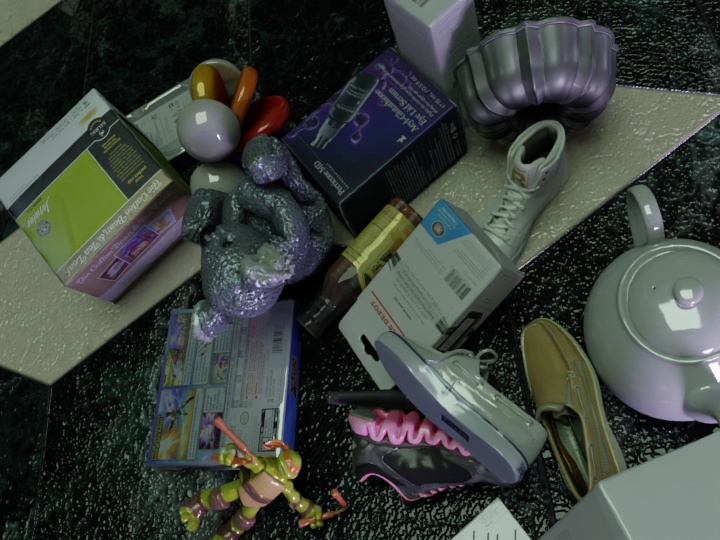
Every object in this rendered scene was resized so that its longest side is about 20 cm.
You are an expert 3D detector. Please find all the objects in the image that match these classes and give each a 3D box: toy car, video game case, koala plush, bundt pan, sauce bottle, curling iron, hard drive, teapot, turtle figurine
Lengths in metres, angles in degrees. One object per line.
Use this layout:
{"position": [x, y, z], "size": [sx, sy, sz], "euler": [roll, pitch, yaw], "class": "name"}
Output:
{"position": [-0.162, -0.185, 0.937], "size": [0.146, 0.203, 0.177], "euler": [-3, 43, -1], "class": "toy car"}
{"position": [-0.166, 0.144, 0.857], "size": [0.177, 0.046, 0.205], "euler": [-5, 64, 15], "class": "video game case"}
{"position": [-0.125, -0.018, 0.810], "size": [0.176, 0.184, 0.202], "euler": [-34, 23, 29], "class": "koala plush"}
{"position": [0.211, -0.211, 0.815], "size": [0.197, 0.202, 0.078], "euler": [-8, 77, 15], "class": "bundt pan"}
{"position": [0.000, 0.000, 0.859], "size": [0.066, 0.066, 0.201], "euler": [39, 85, 30], "class": "sauce bottle"}
{"position": [0.060, 0.133, 0.757], "size": [0.194, 0.026, 0.051], "euler": [-4, 104, -4], "class": "curling iron"}
{"position": [-0.314, -0.213, 1.082], "size": [0.197, 0.038, 0.142], "euler": [-29, 60, 5], "class": "hard drive"}
{"position": [0.316, 0.042, 0.682], "size": [0.198, 0.146, 0.199], "euler": [30, 77, 29], "class": "teapot"}
{"position": [-0.123, 0.235, 0.748], "size": [0.160, 0.200, 0.065], "euler": [-38, 31, 17], "class": "turtle figurine"}

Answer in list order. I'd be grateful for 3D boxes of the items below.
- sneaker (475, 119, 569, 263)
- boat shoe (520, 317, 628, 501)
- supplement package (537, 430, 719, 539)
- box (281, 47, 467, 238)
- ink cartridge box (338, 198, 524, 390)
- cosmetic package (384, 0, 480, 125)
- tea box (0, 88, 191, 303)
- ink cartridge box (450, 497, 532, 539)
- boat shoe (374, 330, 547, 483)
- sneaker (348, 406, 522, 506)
{"position": [0.178, -0.085, 0.808], "size": [0.073, 0.116, 0.202], "euler": [30, 79, 26], "class": "sneaker"}
{"position": [0.209, 0.138, 0.701], "size": [0.072, 0.075, 0.203], "euler": [-45, 52, 36], "class": "boat shoe"}
{"position": [0.261, 0.246, 0.552], "size": [0.147, 0.202, 0.154], "euler": [-17, 59, -12], "class": "supplement package"}
{"position": [0.020, -0.166, 0.906], "size": [0.199, 0.105, 0.148], "euler": [-41, 60, -4], "class": "box"}
{"position": [0.077, 0.036, 0.791], "size": [0.201, 0.067, 0.117], "euler": [-49, 57, 18], "class": "ink cartridge box"}
{"position": [0.102, -0.284, 0.877], "size": [0.074, 0.201, 0.102], "euler": [-39, 60, -3], "class": "cosmetic package"}
{"position": [-0.362, -0.100, 0.962], "size": [0.200, 0.134, 0.197], "euler": [-43, 73, -1], "class": "tea box"}
{"position": [0.096, 0.333, 0.678], "size": [0.199, 0.044, 0.094], "euler": [-41, 58, -3], "class": "ink cartridge box"}
{"position": [0.106, 0.115, 0.695], "size": [0.086, 0.075, 0.201], "euler": [-38, 56, -23], "class": "boat shoe"}
{"position": [0.076, 0.211, 0.738], "size": [0.195, 0.079, 0.098], "euler": [10, 96, 19], "class": "sneaker"}
